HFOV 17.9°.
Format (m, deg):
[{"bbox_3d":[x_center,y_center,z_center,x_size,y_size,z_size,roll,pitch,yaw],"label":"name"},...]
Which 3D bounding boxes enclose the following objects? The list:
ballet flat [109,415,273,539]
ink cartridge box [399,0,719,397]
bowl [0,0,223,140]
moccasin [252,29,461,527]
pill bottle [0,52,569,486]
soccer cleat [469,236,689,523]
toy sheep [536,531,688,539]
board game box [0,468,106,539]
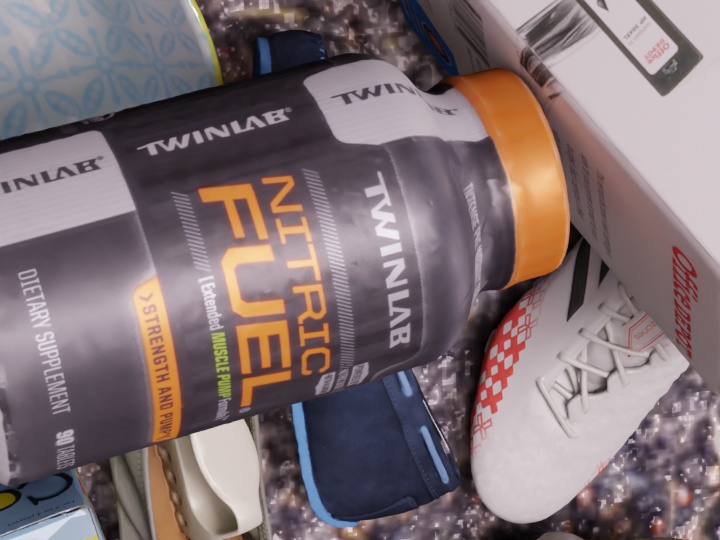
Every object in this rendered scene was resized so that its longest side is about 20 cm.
[{"bbox_3d":[-0.058,0.109,0.880,0.067,0.064,0.200,-21,108,-35],"label":"ballet flat"},{"bbox_3d":[0.095,-0.070,0.791,0.084,0.146,0.200,-37,71,-5],"label":"ink cartridge box"},{"bbox_3d":[-0.155,-0.052,0.795,0.200,0.108,0.201,-5,106,-17],"label":"bowl"},{"bbox_3d":[0.000,0.000,0.872,0.068,0.081,0.200,-8,119,3],"label":"moccasin"},{"bbox_3d":[-0.035,-0.008,0.734,0.200,0.106,0.106,-16,107,-15],"label":"pill bottle"},{"bbox_3d":[0.108,0.015,0.893,0.069,0.085,0.200,32,94,-19],"label":"soccer cleat"},{"bbox_3d":[0.073,0.181,0.903,0.200,0.138,0.138,-44,109,4],"label":"toy sheep"},{"bbox_3d":[-0.138,0.111,0.794,0.105,0.200,0.103,-20,107,-8],"label":"board game box"}]
